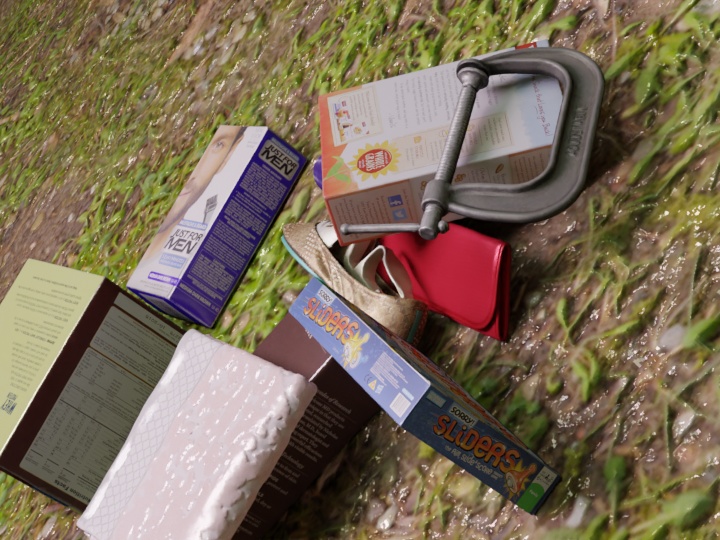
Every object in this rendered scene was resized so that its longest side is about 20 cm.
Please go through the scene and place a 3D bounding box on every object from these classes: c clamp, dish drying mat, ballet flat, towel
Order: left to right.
[{"bbox_3d":[-0.135,0.151,1.120,0.190,0.032,0.201,19,77,57],"label":"towel"},{"bbox_3d":[0.000,0.000,1.179,0.066,0.070,0.200,-57,45,15],"label":"ballet flat"},{"bbox_3d":[0.057,-0.004,1.138,0.199,0.018,0.078,25,117,59],"label":"dish drying mat"},{"bbox_3d":[0.093,-0.099,1.063,0.169,0.027,0.201,7,54,24],"label":"c clamp"}]

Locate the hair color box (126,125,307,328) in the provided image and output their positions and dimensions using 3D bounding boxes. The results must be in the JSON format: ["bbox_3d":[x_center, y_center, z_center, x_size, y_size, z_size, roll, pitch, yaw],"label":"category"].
[{"bbox_3d":[-0.147,-0.048,1.452,0.109,0.065,0.201,10,66,57],"label":"hair color box"}]

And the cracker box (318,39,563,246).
[{"bbox_3d":[0.069,-0.103,1.138,0.198,0.058,0.135,-13,42,8],"label":"cracker box"}]

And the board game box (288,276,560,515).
[{"bbox_3d":[0.040,0.084,1.000,0.035,0.135,0.200,-52,32,2],"label":"board game box"}]

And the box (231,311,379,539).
[{"bbox_3d":[-0.068,0.124,1.168,0.200,0.075,0.100,-48,32,7],"label":"box"}]

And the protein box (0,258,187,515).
[{"bbox_3d":[-0.295,0.116,1.419,0.198,0.135,0.201,9,66,55],"label":"protein box"}]

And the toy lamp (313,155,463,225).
[{"bbox_3d":[0.018,-0.074,1.260,0.059,0.058,0.199,-57,30,-6],"label":"toy lamp"}]
